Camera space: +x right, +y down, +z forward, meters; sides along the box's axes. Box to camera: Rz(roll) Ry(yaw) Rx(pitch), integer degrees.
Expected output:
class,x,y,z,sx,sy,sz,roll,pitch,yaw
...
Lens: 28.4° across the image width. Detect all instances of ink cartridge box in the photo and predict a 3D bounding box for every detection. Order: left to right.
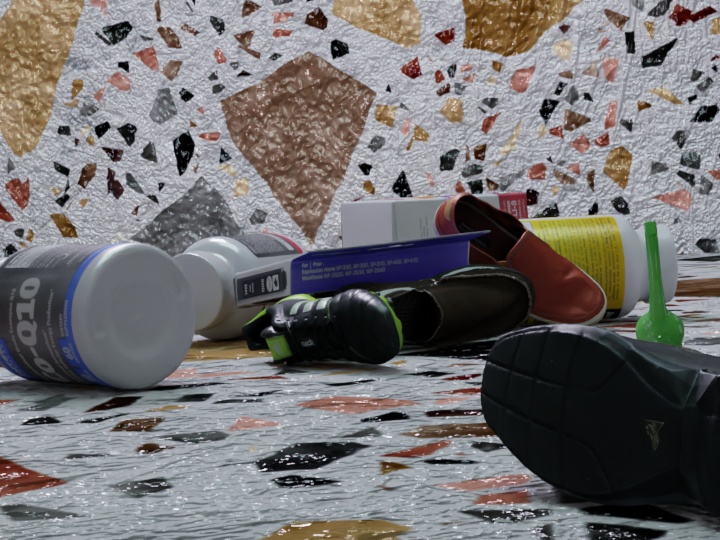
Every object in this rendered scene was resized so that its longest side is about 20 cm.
class,x,y,z,sx,sy,sz,roll,pitch,yaw
ink cartridge box,0.000,0.000,1.404,0.197,0.044,0.200,-7,-4,-26
ink cartridge box,0.093,-0.021,1.793,0.199,0.146,0.145,-5,3,-29

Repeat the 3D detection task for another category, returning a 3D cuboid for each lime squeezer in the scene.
class,x,y,z,sx,sy,sz,roll,pitch,yaw
lime squeezer,0.229,0.042,1.104,0.038,0.071,0.200,-18,-30,7

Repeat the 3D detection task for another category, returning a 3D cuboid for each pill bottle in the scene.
class,x,y,z,sx,sy,sz,roll,pitch,yaw
pill bottle,-0.236,0.036,1.156,0.113,0.114,0.199,-5,3,-45
pill bottle,-0.136,0.017,1.544,0.110,0.111,0.200,-2,2,24
pill bottle,0.231,-0.002,1.525,0.199,0.113,0.112,-3,2,-4

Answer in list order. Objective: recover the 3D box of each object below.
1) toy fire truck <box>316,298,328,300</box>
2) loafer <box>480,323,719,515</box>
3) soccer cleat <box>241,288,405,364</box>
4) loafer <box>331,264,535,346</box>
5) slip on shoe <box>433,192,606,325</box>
class,x,y,z,sx,sy,sz,roll,pitch,yaw
toy fire truck,0.023,0.045,1.416,0.199,0.049,0.141,-5,1,-12
loafer,0.134,0.066,0.597,0.072,0.073,0.200,7,5,-41
soccer cleat,-0.033,0.055,1.204,0.081,0.068,0.200,-24,11,-27
loafer,0.073,0.042,1.315,0.199,0.073,0.071,-9,13,-12
slip on shoe,0.161,-0.010,1.433,0.200,0.074,0.061,37,-17,5
